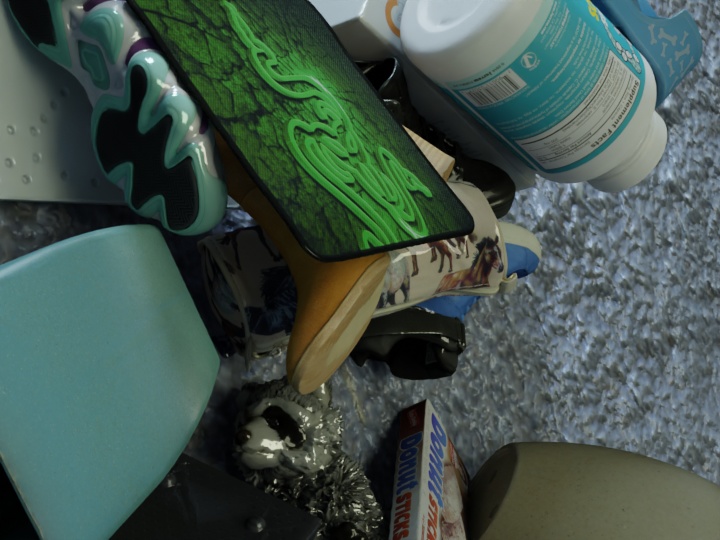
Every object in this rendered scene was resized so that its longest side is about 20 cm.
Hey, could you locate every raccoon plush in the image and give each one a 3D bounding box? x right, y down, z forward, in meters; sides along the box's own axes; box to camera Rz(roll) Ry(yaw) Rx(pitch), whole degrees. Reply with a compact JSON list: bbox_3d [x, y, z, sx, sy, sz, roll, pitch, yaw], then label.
[{"bbox_3d":[-0.022,0.147,0.976,0.200,0.096,0.135,51,29,-60],"label":"raccoon plush"}]

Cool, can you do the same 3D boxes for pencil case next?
[{"bbox_3d":[0.000,0.000,0.963,0.199,0.078,0.090,-14,78,-19],"label":"pencil case"}]

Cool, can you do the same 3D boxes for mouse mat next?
[{"bbox_3d":[-0.031,-0.090,0.852,0.161,0.008,0.200,-12,62,-53],"label":"mouse mat"}]

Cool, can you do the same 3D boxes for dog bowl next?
[{"bbox_3d":[0.163,-0.189,1.092,0.200,0.111,0.050,46,61,-30],"label":"dog bowl"}]

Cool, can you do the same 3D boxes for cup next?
[{"bbox_3d":[0.140,0.200,1.059,0.143,0.200,0.201,31,53,-7],"label":"cup"}]

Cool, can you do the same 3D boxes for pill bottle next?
[{"bbox_3d":[0.127,-0.133,1.028,0.200,0.110,0.111,37,54,-36],"label":"pill bottle"}]

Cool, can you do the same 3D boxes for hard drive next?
[{"bbox_3d":[-0.125,0.175,0.802,0.200,0.134,0.043,-38,139,-46],"label":"hard drive"}]

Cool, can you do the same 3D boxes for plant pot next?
[{"bbox_3d":[-0.172,0.059,0.777,0.200,0.141,0.142,-42,110,-56],"label":"plant pot"}]

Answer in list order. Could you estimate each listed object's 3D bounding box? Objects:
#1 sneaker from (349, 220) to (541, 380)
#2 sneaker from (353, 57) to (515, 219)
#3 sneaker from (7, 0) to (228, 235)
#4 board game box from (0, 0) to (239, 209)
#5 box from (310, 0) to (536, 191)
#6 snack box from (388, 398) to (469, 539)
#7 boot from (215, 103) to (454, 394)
[{"bbox_3d":[0.058,0.025,1.076,0.199,0.077,0.112,3,71,-43],"label":"sneaker"},{"bbox_3d":[0.019,-0.093,1.015,0.198,0.105,0.060,7,37,-11],"label":"sneaker"},{"bbox_3d":[-0.100,-0.116,0.872,0.140,0.078,0.201,-15,69,-49],"label":"sneaker"},{"bbox_3d":[-0.163,-0.136,0.921,0.199,0.026,0.201,0,79,-48],"label":"board game box"},{"bbox_3d":[0.044,-0.154,1.099,0.200,0.097,0.125,40,53,-34],"label":"box"},{"bbox_3d":[0.047,0.160,0.998,0.072,0.024,0.200,61,13,-16],"label":"snack box"},{"bbox_3d":[-0.044,-0.032,0.893,0.143,0.071,0.202,26,55,8],"label":"boot"}]
